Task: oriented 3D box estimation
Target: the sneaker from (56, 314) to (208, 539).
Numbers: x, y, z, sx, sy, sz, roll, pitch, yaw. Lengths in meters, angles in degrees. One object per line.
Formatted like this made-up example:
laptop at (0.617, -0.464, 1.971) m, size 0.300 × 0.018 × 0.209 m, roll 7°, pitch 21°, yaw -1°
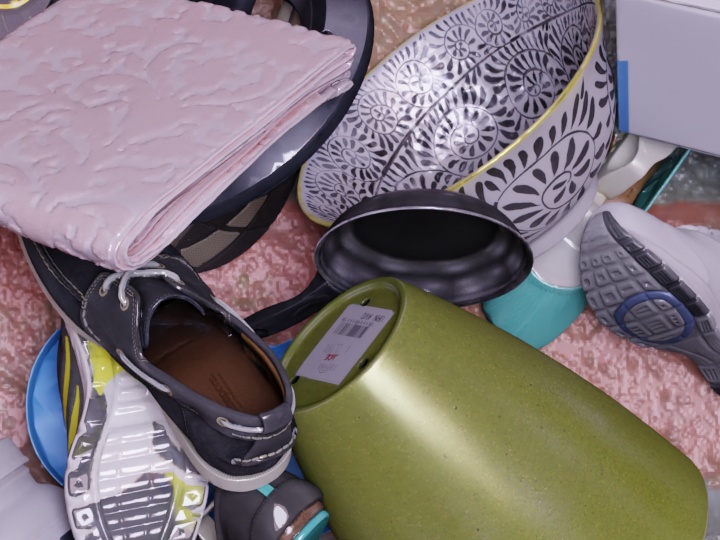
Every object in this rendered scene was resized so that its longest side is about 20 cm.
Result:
sneaker at (-0.121, 0.078, 1.403) m, size 0.074 × 0.085 × 0.201 m, roll -2°, pitch 71°, yaw -8°

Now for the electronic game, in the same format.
electronic game at (-0.084, -0.107, 1.461) m, size 0.200 × 0.200 × 0.042 m, roll -50°, pitch 137°, yaw -13°

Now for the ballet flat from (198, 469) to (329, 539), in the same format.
ballet flat at (-0.058, 0.156, 1.422) m, size 0.068 × 0.200 × 0.068 m, roll 37°, pitch 57°, yaw 15°

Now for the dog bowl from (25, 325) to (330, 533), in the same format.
dog bowl at (-0.088, 0.086, 1.486) m, size 0.199 × 0.050 × 0.112 m, roll 12°, pitch 80°, yaw -8°

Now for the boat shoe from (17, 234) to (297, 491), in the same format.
boat shoe at (-0.101, 0.018, 1.346) m, size 0.072 × 0.068 × 0.200 m, roll -34°, pitch 69°, yaw -21°

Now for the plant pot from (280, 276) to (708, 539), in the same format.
plant pot at (0.050, 0.102, 1.409) m, size 0.200 × 0.187 × 0.187 m, roll 46°, pitch 76°, yaw -24°

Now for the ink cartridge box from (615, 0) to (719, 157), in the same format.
ink cartridge box at (0.205, -0.185, 1.459) m, size 0.083 × 0.145 × 0.201 m, roll 14°, pitch 64°, yaw 14°

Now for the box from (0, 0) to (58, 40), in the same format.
box at (-0.269, -0.129, 1.482) m, size 0.161 × 0.049 × 0.201 m, roll 28°, pitch 78°, yaw -3°

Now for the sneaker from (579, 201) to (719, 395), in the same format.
sneaker at (0.198, 0.009, 1.526) m, size 0.200 × 0.074 × 0.087 m, roll 34°, pitch 60°, yaw -36°

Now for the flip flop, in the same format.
flip flop at (-0.064, -0.090, 1.508) m, size 0.057 × 0.081 × 0.201 m, roll 19°, pitch 79°, yaw 22°

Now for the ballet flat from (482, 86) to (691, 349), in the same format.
ballet flat at (0.136, -0.045, 1.536) m, size 0.067 × 0.070 × 0.200 m, roll 35°, pitch 77°, yaw -2°

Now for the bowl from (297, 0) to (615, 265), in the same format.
bowl at (0.072, -0.063, 1.486) m, size 0.201 × 0.201 × 0.094 m, roll -46°, pitch 117°, yaw -13°

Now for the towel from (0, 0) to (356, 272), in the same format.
towel at (-0.130, -0.079, 1.376) m, size 0.191 × 0.199 × 0.032 m, roll -41°, pitch 133°, yaw -34°

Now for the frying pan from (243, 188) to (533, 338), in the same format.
frying pan at (0.016, 0.003, 1.419) m, size 0.114 × 0.190 × 0.031 m, roll 14°, pitch 61°, yaw -23°

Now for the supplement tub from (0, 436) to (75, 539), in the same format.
supplement tub at (-0.175, 0.204, 1.406) m, size 0.140 × 0.140 × 0.200 m, roll -36°, pitch 90°, yaw -13°
